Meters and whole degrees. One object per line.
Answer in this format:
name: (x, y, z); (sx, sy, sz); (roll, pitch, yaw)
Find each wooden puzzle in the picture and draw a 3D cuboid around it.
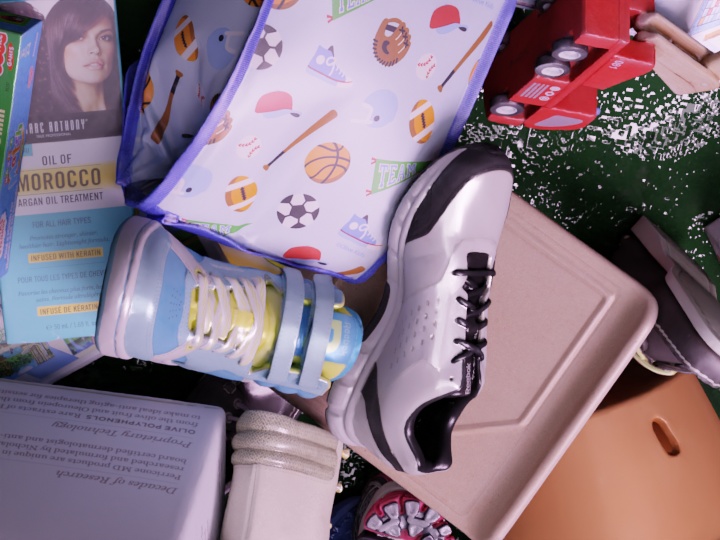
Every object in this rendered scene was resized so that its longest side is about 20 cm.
wooden puzzle: (0.051, 0.035, 1.561); (0.200, 0.037, 0.185); (37, 106, 12)

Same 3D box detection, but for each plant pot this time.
plant pot: (0.153, 0.137, 1.631); (0.199, 0.200, 0.140); (-16, 100, -5)

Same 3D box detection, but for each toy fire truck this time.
toy fire truck: (0.168, -0.128, 1.519); (0.141, 0.200, 0.049); (9, 70, -18)

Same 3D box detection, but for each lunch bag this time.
lunch bag: (-0.033, -0.105, 1.481); (0.170, 0.124, 0.201); (18, 94, -36)

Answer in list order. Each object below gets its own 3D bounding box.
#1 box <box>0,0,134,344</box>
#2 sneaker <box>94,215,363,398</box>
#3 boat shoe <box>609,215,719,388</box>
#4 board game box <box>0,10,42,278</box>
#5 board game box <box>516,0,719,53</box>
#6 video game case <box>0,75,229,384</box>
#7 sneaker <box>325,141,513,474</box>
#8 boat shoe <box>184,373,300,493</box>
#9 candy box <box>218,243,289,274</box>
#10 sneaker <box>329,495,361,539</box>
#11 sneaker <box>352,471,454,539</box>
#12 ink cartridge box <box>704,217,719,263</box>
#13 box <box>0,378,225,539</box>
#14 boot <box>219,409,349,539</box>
box: (-0.172, -0.063, 1.504); (0.082, 0.049, 0.201); (-6, 107, -7)
sneaker: (-0.067, 0.023, 1.442); (0.130, 0.200, 0.080); (11, 89, 8)
boat shoe: (0.184, 0.030, 1.572); (0.072, 0.201, 0.061); (41, 100, -16)
board game box: (-0.284, -0.087, 1.465); (0.199, 0.037, 0.152); (15, 112, 10)
board game box: (0.204, -0.230, 1.551); (0.199, 0.041, 0.201); (13, 111, -17)
video game case: (-0.202, -0.023, 1.549); (0.200, 0.022, 0.183); (-29, 108, 1)
sneaker: (0.051, 0.025, 1.494); (0.074, 0.080, 0.201); (-1, 117, -43)
boat shoe: (-0.100, 0.119, 1.628); (0.200, 0.057, 0.067); (-41, 116, 7)
candy box: (0.000, 0.000, 1.616); (0.200, 0.026, 0.102); (38, 104, -23)
sneaker: (-0.038, 0.234, 1.693); (0.070, 0.078, 0.200); (27, 84, -21)
sneaker: (0.034, 0.220, 1.644); (0.080, 0.075, 0.201); (-3, 110, -5)
ink cartridge box: (0.302, 0.057, 1.641); (0.083, 0.147, 0.200); (-28, 116, 1)
box: (-0.188, 0.191, 1.516); (0.199, 0.171, 0.200); (7, 123, 4)
boot: (-0.040, 0.171, 1.571); (0.072, 0.200, 0.155); (2, 75, 16)
